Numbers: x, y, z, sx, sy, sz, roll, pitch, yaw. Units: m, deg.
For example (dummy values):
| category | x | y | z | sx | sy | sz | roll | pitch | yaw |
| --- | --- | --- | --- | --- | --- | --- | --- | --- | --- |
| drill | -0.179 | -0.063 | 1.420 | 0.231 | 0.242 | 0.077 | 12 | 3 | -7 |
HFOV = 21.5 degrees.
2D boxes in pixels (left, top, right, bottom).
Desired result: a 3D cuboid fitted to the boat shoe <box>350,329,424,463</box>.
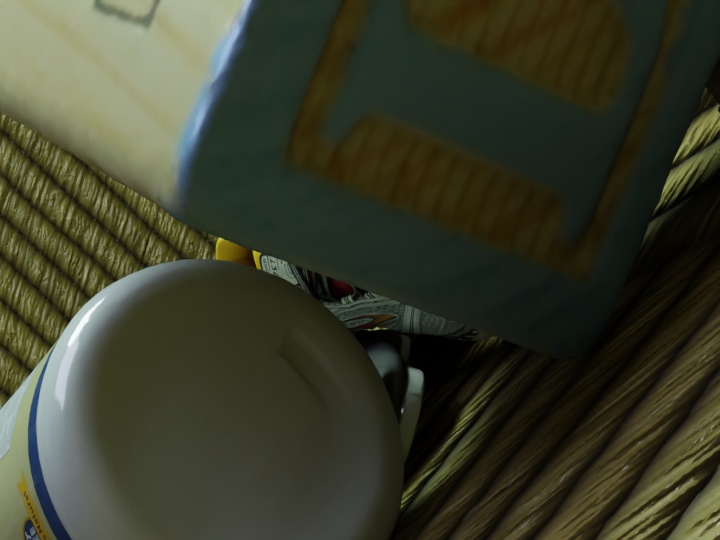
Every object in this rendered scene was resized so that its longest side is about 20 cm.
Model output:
| category | x | y | z | sx | sy | sz | roll | pitch | yaw |
| --- | --- | --- | --- | --- | --- | --- | --- | --- | --- |
| boat shoe | -0.010 | 0.055 | 0.879 | 0.200 | 0.057 | 0.067 | -177 | 105 | -85 |

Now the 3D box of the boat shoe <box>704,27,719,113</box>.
| category | x | y | z | sx | sy | sz | roll | pitch | yaw |
| --- | --- | --- | --- | --- | --- | --- | --- | --- | --- |
| boat shoe | 0.150 | -0.110 | 0.755 | 0.068 | 0.075 | 0.200 | -40 | 6 | 12 |

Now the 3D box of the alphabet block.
| category | x | y | z | sx | sy | sz | roll | pitch | yaw |
| --- | --- | --- | --- | --- | --- | --- | --- | --- | --- |
| alphabet block | -0.003 | -0.106 | 0.686 | 0.200 | 0.194 | 0.198 | 28 | 95 | 52 |

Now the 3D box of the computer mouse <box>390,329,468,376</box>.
| category | x | y | z | sx | sy | sz | roll | pitch | yaw |
| --- | --- | --- | --- | --- | --- | --- | --- | --- | --- |
| computer mouse | 0.032 | 0.026 | 1.018 | 0.059 | 0.034 | 0.200 | -49 | 3 | -6 |

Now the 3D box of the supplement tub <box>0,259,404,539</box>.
| category | x | y | z | sx | sy | sz | roll | pitch | yaw |
| --- | --- | --- | --- | --- | --- | --- | --- | --- | --- |
| supplement tub | -0.086 | 0.097 | 0.757 | 0.145 | 0.144 | 0.200 | -50 | 4 | -38 |

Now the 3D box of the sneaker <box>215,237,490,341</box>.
| category | x | y | z | sx | sy | sz | roll | pitch | yaw |
| --- | --- | --- | --- | --- | --- | --- | --- | --- | --- |
| sneaker | 0.000 | 0.000 | 0.850 | 0.082 | 0.079 | 0.200 | -12 | 3 | -29 |
